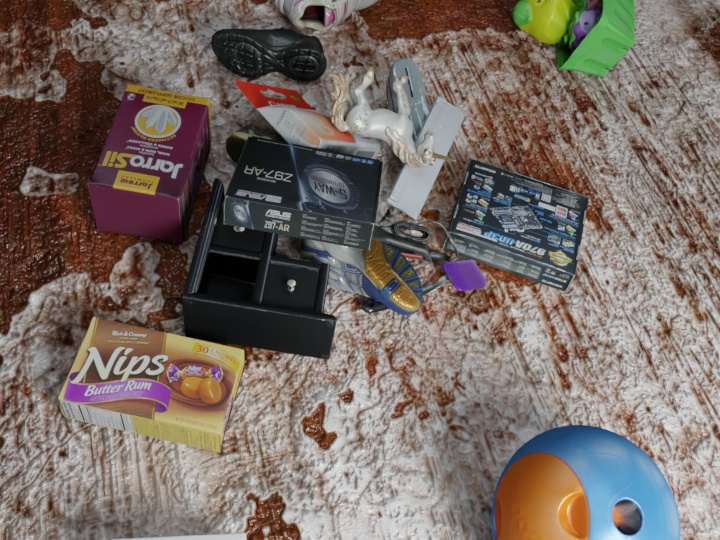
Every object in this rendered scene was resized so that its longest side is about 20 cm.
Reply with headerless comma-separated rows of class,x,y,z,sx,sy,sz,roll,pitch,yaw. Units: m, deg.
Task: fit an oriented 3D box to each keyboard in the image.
keyboard,0.104,-0.178,1.230,0.056,0.011,0.203,30,72,-14

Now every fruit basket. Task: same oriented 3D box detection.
fruit basket,0.392,-0.475,1.456,0.211,0.156,0.220,14,55,-20

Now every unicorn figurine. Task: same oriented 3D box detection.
unicorn figurine,0.043,-0.229,1.195,0.195,0.074,0.141,4,79,-6

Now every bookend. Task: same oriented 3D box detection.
bookend,-0.121,-0.003,1.062,0.195,0.093,0.202,10,53,-3

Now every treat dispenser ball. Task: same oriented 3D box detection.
treat dispenser ball,0.241,0.272,0.854,0.196,0.203,0.204,4,54,-6

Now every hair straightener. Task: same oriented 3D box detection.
hair straightener,0.047,-0.050,1.129,0.195,0.078,0.041,13,41,2

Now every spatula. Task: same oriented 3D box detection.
spatula,0.091,0.027,1.117,0.196,0.021,0.057,-19,54,-19

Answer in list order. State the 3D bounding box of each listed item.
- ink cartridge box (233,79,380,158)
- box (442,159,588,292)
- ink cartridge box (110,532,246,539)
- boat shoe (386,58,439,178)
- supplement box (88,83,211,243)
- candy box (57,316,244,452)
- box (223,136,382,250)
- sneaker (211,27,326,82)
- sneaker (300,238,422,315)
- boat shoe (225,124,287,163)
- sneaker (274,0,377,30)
ink cartridge box,-0.080,-0.242,1.221,0.201,0.050,0.161,50,29,21
box,0.237,-0.072,1.194,0.196,0.046,0.161,18,54,4
ink cartridge box,-0.183,0.377,0.787,0.143,0.087,0.204,0,56,-9
boat shoe,0.082,-0.236,1.277,0.072,0.067,0.205,-1,76,-16
supplement box,-0.297,-0.155,1.137,0.128,0.104,0.204,9,54,-4
candy box,-0.250,0.137,0.965,0.195,0.057,0.119,13,54,-1
box,-0.072,-0.107,1.063,0.195,0.044,0.162,11,38,-1
sneaker,-0.155,-0.376,1.345,0.195,0.077,0.092,9,43,-11
sneaker,0.000,0.000,1.087,0.199,0.089,0.075,42,41,16
boat shoe,-0.105,-0.169,1.195,0.197,0.072,0.067,24,53,8
sneaker,-0.051,-0.477,1.425,0.196,0.082,0.090,-17,59,-10
